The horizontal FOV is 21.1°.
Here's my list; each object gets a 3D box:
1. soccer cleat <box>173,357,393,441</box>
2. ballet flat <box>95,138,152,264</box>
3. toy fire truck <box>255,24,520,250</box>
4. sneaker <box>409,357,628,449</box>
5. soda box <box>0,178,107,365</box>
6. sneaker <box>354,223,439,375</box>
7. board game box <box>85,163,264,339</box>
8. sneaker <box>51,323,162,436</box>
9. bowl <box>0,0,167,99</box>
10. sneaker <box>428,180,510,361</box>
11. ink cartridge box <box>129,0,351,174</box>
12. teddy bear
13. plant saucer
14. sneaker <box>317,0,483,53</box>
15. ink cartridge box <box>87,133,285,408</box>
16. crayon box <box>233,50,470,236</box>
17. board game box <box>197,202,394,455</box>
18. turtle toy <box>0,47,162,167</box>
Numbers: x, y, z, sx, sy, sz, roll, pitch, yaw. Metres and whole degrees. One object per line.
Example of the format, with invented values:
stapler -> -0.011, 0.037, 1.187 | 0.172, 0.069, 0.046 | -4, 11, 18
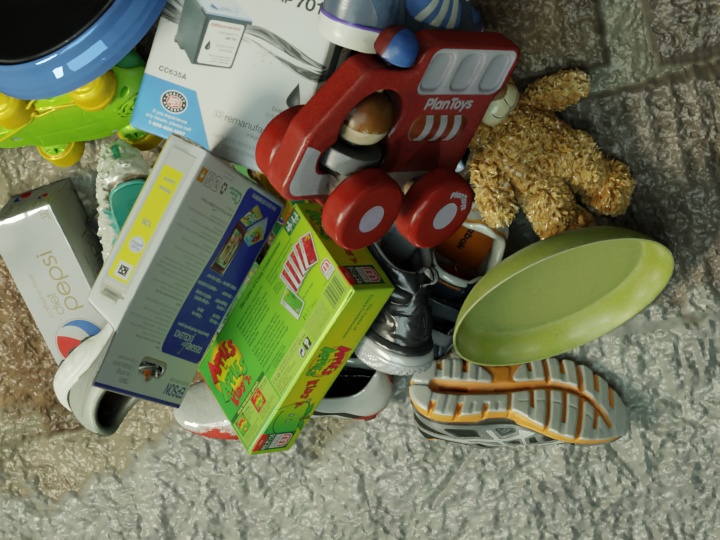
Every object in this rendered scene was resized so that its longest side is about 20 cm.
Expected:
soccer cleat -> -0.069, 0.106, 1.726 | 0.199, 0.069, 0.085 | -4, 151, -2
ballet flat -> -0.197, -0.037, 1.682 | 0.071, 0.072, 0.200 | 9, 139, 6
toy fire truck -> 0.023, -0.114, 1.485 | 0.112, 0.200, 0.168 | 44, 120, 33
sneaker -> 0.140, 0.126, 1.729 | 0.199, 0.079, 0.077 | 9, 145, 0
soda box -> -0.258, 0.024, 1.750 | 0.068, 0.064, 0.201 | -18, 111, 17
sneaker -> 0.000, 0.000, 1.650 | 0.200, 0.075, 0.114 | 35, 120, 42
board game box -> -0.144, -0.001, 1.740 | 0.105, 0.023, 0.200 | -36, 104, 21
sneaker -> -0.187, 0.058, 1.675 | 0.074, 0.079, 0.200 | 17, 114, -45
bowl -> -0.239, -0.231, 1.558 | 0.200, 0.201, 0.039 | -23, 140, 19
sneaker -> 0.067, 0.017, 1.682 | 0.078, 0.079, 0.200 | 23, 118, -3
ink cartridge box -> -0.085, -0.191, 1.572 | 0.146, 0.086, 0.201 | 19, 102, 10
teddy bear -> 0.145, -0.098, 1.604 | 0.145, 0.067, 0.200 | -30, 107, -3
plant saucer -> 0.167, 0.017, 1.632 | 0.200, 0.200, 0.031 | -32, 62, 21
sneaker -> 0.051, -0.247, 1.512 | 0.080, 0.200, 0.147 | 29, 112, 31
ink cartridge box -> -0.149, 0.006, 1.560 | 0.047, 0.198, 0.201 | 29, 89, 17
crayon box -> -0.022, -0.109, 1.654 | 0.199, 0.052, 0.126 | -24, 108, 20
board game box -> -0.057, 0.050, 1.623 | 0.102, 0.047, 0.200 | 56, 129, 31
turtle toy -> -0.264, -0.157, 1.637 | 0.199, 0.146, 0.102 | -9, 73, 13
